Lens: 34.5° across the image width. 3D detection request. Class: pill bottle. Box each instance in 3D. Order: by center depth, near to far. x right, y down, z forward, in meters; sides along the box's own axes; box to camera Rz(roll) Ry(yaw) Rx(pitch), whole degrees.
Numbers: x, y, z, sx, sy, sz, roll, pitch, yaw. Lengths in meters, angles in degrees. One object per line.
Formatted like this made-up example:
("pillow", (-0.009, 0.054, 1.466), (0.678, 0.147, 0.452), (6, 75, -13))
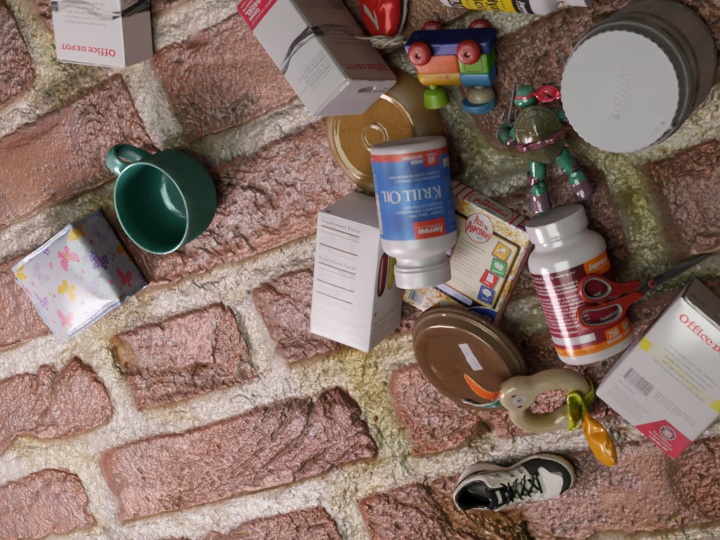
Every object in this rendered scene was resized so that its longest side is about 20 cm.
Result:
("pill bottle", (0.203, -0.390, 1.494), (0.197, 0.111, 0.113), (10, 115, 26))
("pill bottle", (0.299, 0.018, 1.606), (0.112, 0.113, 0.203), (-13, 104, 32))
("pill bottle", (0.079, -0.082, 1.637), (0.111, 0.112, 0.204), (-2, 102, 30))

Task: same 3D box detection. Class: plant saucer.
("plant saucer", (0.027, -0.202, 1.716), (0.197, 0.035, 0.204), (11, 114, 26))
("plant saucer", (0.159, 0.140, 1.747), (0.198, 0.030, 0.202), (24, 139, 22))

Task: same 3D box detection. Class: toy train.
("toy train", (0.095, -0.278, 1.617), (0.197, 0.085, 0.117), (2, 125, 21))

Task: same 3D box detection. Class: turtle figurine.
("turtle figurine", (0.245, -0.185, 1.568), (0.148, 0.101, 0.203), (-9, 111, 31))

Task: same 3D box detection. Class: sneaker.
("sneaker", (0.013, -0.415, 1.606), (0.076, 0.085, 0.204), (3, 111, 29))
("sneaker", (0.235, 0.339, 1.790), (0.198, 0.087, 0.077), (-16, 100, 32))

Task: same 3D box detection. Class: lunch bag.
("lunch bag", (-0.505, 0.014, 2.052), (0.199, 0.127, 0.171), (-32, 95, 25))

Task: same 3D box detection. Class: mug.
("mug", (-0.314, -0.133, 1.889), (0.150, 0.114, 0.188), (-10, 104, 32))

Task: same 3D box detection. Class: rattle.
("rattle", (0.249, 0.218, 1.658), (0.130, 0.197, 0.145), (-47, 41, 51))

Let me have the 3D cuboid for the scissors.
("scissors", (0.381, 0.028, 1.557), (0.196, 0.014, 0.075), (-11, 98, -7))

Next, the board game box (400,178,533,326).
("board game box", (0.160, -0.010, 1.713), (0.150, 0.046, 0.202), (30, 121, 16))

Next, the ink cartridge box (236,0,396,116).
("ink cartridge box", (-0.059, -0.318, 1.628), (0.083, 0.145, 0.201), (-41, 77, 29))

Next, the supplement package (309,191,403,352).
("supplement package", (0.000, 0.000, 1.766), (0.108, 0.114, 0.203), (17, 118, 24))

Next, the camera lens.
("camera lens", (0.342, -0.240, 1.422), (0.158, 0.200, 0.163), (11, 115, 25))

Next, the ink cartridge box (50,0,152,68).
("ink cartridge box", (-0.413, -0.434, 1.839), (0.142, 0.084, 0.204), (11, 114, 26))

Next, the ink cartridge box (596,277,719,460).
("ink cartridge box", (0.444, 0.134, 1.590), (0.145, 0.083, 0.201), (40, 124, 8))
